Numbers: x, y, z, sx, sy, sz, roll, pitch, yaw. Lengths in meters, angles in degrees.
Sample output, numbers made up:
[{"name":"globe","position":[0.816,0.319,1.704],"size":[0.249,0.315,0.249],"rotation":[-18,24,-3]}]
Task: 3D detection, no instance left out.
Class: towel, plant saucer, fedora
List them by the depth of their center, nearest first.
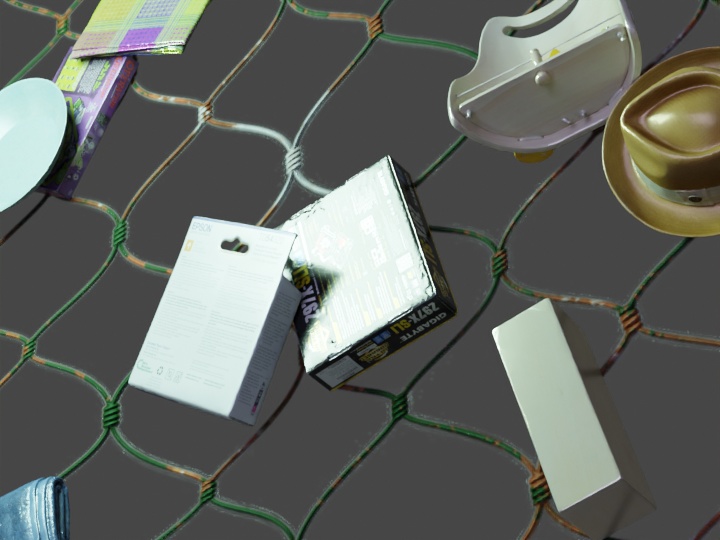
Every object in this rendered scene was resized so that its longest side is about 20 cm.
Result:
[{"name":"fedora","position":[0.304,-0.128,1.482],"size":[0.200,0.082,0.201],"rotation":[-10,68,28]},{"name":"towel","position":[-0.402,0.304,1.777],"size":[0.200,0.049,0.112],"rotation":[-30,48,18]},{"name":"plant saucer","position":[-0.435,-0.148,2.060],"size":[0.201,0.039,0.201],"rotation":[-18,55,27]},{"name":"towel","position":[-0.270,-0.322,2.073],"size":[0.200,0.023,0.144],"rotation":[0,51,33]}]

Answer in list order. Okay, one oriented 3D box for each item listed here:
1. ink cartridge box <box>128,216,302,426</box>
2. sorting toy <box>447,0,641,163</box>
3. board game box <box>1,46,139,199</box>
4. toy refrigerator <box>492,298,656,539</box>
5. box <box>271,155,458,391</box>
[{"name":"ink cartridge box","position":[-0.145,0.050,1.719],"size":[0.196,0.043,0.200],"rotation":[12,77,51]},{"name":"sorting toy","position":[0.191,-0.221,1.642],"size":[0.200,0.107,0.180],"rotation":[-26,43,21]},{"name":"board game box","position":[-0.370,-0.190,2.081],"size":[0.120,0.032,0.200],"rotation":[12,71,45]},{"name":"toy refrigerator","position":[0.183,0.130,1.434],"size":[0.070,0.076,0.200],"rotation":[-32,49,16]},{"name":"box","position":[0.000,0.000,1.671],"size":[0.160,0.049,0.200],"rotation":[-34,48,18]}]
